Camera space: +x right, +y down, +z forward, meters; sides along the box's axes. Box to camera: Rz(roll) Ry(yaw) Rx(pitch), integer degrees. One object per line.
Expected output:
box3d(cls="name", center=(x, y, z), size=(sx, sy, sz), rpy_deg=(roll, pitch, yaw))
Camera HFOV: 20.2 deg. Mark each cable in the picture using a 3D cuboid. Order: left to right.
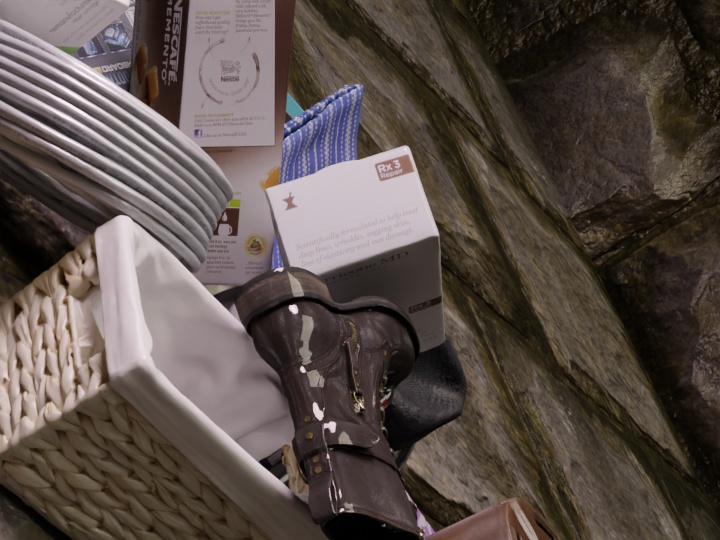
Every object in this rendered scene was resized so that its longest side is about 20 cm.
box3d(cls="cable", center=(-0.170, -0.075, 1.231), size=(0.200, 0.070, 0.200), rpy_deg=(37, -10, -28))

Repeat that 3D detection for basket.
box3d(cls="basket", center=(-0.121, 0.092, 1.175), size=(0.200, 0.123, 0.136), rpy_deg=(47, 18, -39))

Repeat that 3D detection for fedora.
box3d(cls="fedora", center=(0.019, 0.085, 1.596), size=(0.200, 0.091, 0.202), rpy_deg=(6, 83, -52))

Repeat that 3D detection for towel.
box3d(cls="towel", center=(-0.037, -0.047, 1.510), size=(0.200, 0.024, 0.146), rpy_deg=(-43, 136, -60))

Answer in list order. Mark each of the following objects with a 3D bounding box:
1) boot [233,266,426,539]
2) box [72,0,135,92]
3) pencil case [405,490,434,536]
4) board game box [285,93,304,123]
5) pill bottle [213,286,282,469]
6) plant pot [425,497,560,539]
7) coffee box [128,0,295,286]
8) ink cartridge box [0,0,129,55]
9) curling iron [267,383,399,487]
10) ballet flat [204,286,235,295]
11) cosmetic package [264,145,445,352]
box3d(cls="boot", center=(-0.002, 0.098, 1.212), size=(0.200, 0.069, 0.175), rpy_deg=(24, 40, -58))
box3d(cls="box", center=(-0.210, -0.175, 1.429), size=(0.199, 0.051, 0.158), rpy_deg=(-20, 77, -50))
box3d(cls="pencil case", center=(0.019, 0.212, 1.518), size=(0.201, 0.084, 0.085), rpy_deg=(56, -10, -17))
box3d(cls="board game box", center=(-0.060, -0.025, 1.642), size=(0.151, 0.047, 0.201), rpy_deg=(47, 43, -41))
box3d(cls="pill bottle", center=(-0.055, 0.118, 1.379), size=(0.200, 0.111, 0.112), rpy_deg=(53, 14, -22))
box3d(cls="plant pot", center=(0.052, 0.257, 1.279), size=(0.201, 0.197, 0.201), rpy_deg=(54, 14, -21))
box3d(cls="coffee box", center=(-0.107, -0.098, 1.369), size=(0.114, 0.079, 0.202), rpy_deg=(23, -71, 62))
box3d(cls="ink cartridge box", center=(-0.256, -0.200, 1.261), size=(0.199, 0.117, 0.068), rpy_deg=(24, 49, -37))
box3d(cls="curling iron", center=(-0.041, 0.114, 1.302), size=(0.200, 0.025, 0.050), rpy_deg=(-43, 108, -34))
box3d(cls="ballet flat", center=(-0.101, 0.039, 1.483), size=(0.070, 0.069, 0.200), rpy_deg=(64, 14, 23))
box3d(cls="cosmetic package", center=(0.000, 0.000, 1.360), size=(0.200, 0.101, 0.075), rpy_deg=(78, -6, -70))
